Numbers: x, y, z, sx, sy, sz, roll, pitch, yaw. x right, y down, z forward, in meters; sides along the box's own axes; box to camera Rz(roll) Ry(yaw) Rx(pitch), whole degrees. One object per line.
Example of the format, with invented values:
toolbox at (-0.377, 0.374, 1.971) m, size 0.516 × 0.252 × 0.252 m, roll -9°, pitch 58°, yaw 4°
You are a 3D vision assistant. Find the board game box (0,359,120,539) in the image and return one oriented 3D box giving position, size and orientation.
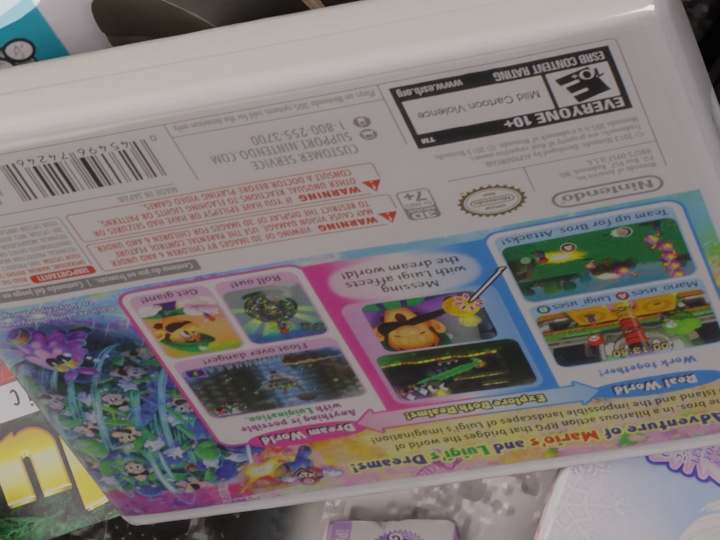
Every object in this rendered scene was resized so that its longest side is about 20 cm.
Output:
board game box at (-0.099, 0.026, 0.859) m, size 0.199 × 0.023 × 0.105 m, roll -19°, pitch 102°, yaw 3°

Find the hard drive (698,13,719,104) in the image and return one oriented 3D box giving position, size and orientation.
hard drive at (0.160, -0.041, 0.791) m, size 0.139 × 0.038 × 0.200 m, roll 26°, pitch 135°, yaw -6°

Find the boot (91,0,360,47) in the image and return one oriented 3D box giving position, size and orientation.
boot at (0.025, -0.075, 0.794) m, size 0.077 × 0.200 × 0.139 m, roll 15°, pitch 71°, yaw 32°

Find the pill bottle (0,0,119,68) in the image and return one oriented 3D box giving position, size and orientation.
pill bottle at (-0.121, -0.052, 0.792) m, size 0.200 × 0.111 × 0.111 m, roll -37°, pitch 99°, yaw -4°

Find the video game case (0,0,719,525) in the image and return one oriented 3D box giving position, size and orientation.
video game case at (0.000, 0.000, 0.751) m, size 0.199 × 0.024 × 0.182 m, roll -9°, pitch 144°, yaw 16°

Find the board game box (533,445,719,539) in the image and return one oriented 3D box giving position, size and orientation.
board game box at (0.130, 0.128, 0.796) m, size 0.199 × 0.201 × 0.041 m, roll 20°, pitch 143°, yaw 2°

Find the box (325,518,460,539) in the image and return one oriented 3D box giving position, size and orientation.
box at (0.001, 0.158, 0.804) m, size 0.038 × 0.201 × 0.042 m, roll -1°, pitch 138°, yaw 11°
